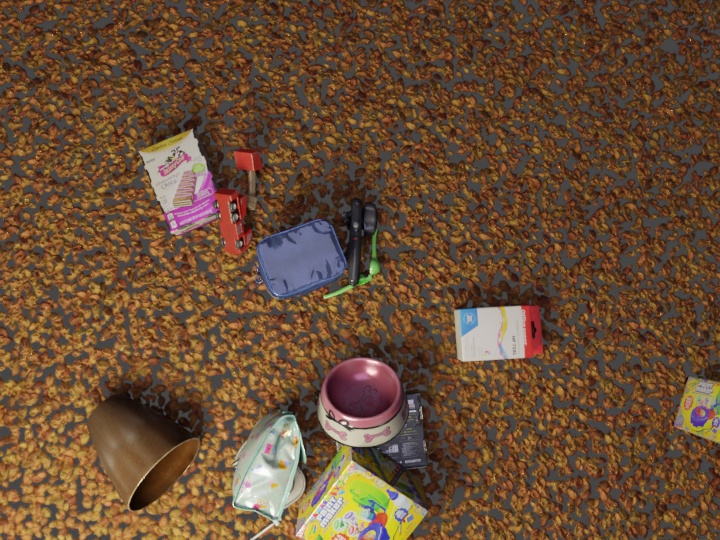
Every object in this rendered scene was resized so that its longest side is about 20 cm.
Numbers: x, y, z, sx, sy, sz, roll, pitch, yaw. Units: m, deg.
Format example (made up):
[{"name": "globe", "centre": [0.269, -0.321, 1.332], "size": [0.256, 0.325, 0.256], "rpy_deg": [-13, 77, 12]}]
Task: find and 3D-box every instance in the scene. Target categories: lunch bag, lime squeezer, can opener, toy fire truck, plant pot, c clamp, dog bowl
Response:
[{"name": "lunch bag", "centre": [-0.183, 0.386, 1.258], "size": [0.121, 0.170, 0.202], "rpy_deg": [22, 77, -9]}, {"name": "lunch bag", "centre": [-0.137, -0.016, 1.328], "size": [0.198, 0.132, 0.137], "rpy_deg": [-19, 85, -8]}, {"name": "lime squeezer", "centre": [0.000, 0.000, 1.377], "size": [0.070, 0.038, 0.201], "rpy_deg": [36, 86, 2]}, {"name": "can opener", "centre": [-0.009, -0.065, 1.354], "size": [0.078, 0.063, 0.202], "rpy_deg": [4, 71, 10]}, {"name": "toy fire truck", "centre": [-0.265, -0.153, 1.352], "size": [0.048, 0.141, 0.202], "rpy_deg": [9, 124, 21]}, {"name": "plant pot", "centre": [-0.475, 0.362, 1.281], "size": [0.199, 0.187, 0.187], "rpy_deg": [37, 85, 16]}, {"name": "c clamp", "centre": [-0.213, 0.465, 1.338], "size": [0.170, 0.027, 0.201], "rpy_deg": [-29, 86, -4]}, {"name": "dog bowl", "centre": [0.004, 0.267, 1.277], "size": [0.198, 0.201, 0.074], "rpy_deg": [-2, 130, -1]}]

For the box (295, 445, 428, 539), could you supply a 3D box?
[{"name": "box", "centre": [0.001, 0.490, 1.262], "size": [0.192, 0.122, 0.201], "rpy_deg": [34, 99, -7]}]

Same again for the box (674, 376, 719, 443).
[{"name": "box", "centre": [0.816, 0.320, 1.278], "size": [0.191, 0.200, 0.123], "rpy_deg": [20, 86, 1]}]

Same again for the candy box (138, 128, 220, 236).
[{"name": "candy box", "centre": [-0.396, -0.198, 1.373], "size": [0.135, 0.061, 0.202], "rpy_deg": [-23, 86, -2]}]

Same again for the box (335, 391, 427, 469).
[{"name": "box", "centre": [0.042, 0.359, 1.342], "size": [0.198, 0.049, 0.162], "rpy_deg": [-7, 84, -1]}]

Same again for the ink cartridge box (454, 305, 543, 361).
[{"name": "ink cartridge box", "centre": [0.315, 0.138, 1.357], "size": [0.198, 0.067, 0.118], "rpy_deg": [-4, 85, -2]}]
